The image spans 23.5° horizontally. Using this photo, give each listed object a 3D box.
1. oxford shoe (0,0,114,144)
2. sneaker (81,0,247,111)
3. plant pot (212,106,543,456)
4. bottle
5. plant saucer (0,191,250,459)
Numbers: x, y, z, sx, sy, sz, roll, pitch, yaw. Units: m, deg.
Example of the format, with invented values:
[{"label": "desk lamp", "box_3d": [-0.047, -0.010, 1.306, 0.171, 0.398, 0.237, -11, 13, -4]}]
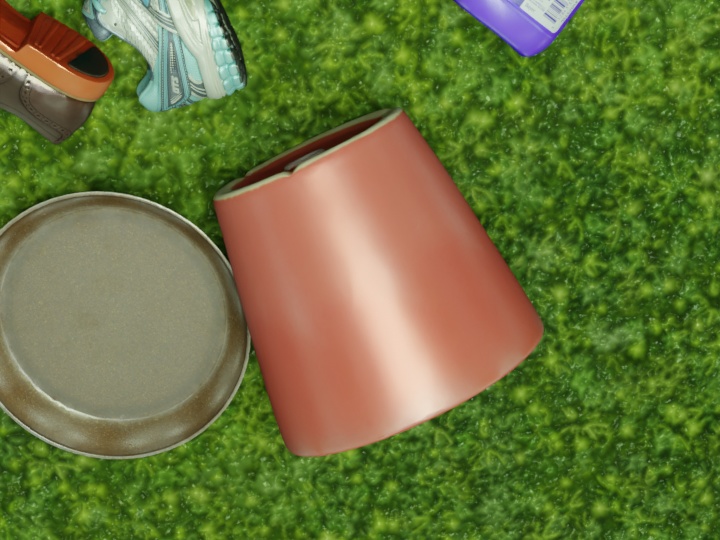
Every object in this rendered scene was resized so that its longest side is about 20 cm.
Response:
[{"label": "oxford shoe", "box_3d": [-0.262, -0.152, 1.123, 0.199, 0.071, 0.073, 33, 119, -8]}, {"label": "sneaker", "box_3d": [-0.149, -0.192, 1.123, 0.086, 0.078, 0.201, -24, 110, 3]}, {"label": "plant pot", "box_3d": [0.000, 0.000, 1.158, 0.199, 0.200, 0.178, -26, 99, 0]}, {"label": "bottle", "box_3d": [0.145, -0.243, 1.156, 0.083, 0.065, 0.201, 34, 100, -18]}, {"label": "plant saucer", "box_3d": [-0.174, 0.036, 1.203, 0.198, 0.032, 0.202, 0, 113, 1]}]
